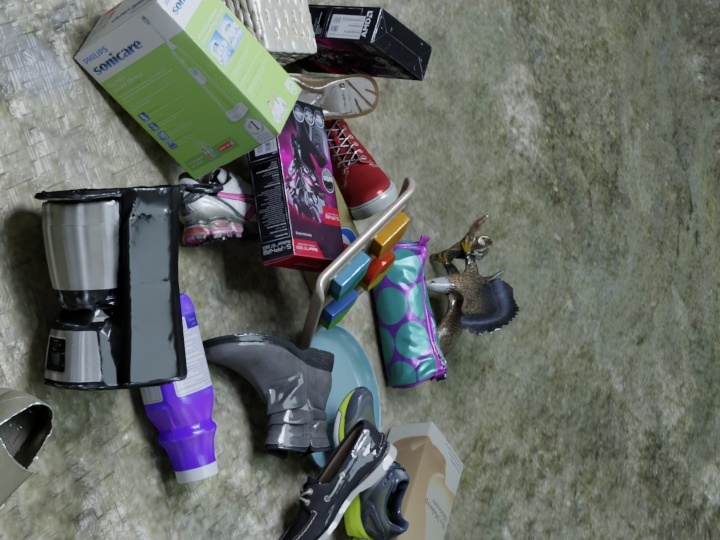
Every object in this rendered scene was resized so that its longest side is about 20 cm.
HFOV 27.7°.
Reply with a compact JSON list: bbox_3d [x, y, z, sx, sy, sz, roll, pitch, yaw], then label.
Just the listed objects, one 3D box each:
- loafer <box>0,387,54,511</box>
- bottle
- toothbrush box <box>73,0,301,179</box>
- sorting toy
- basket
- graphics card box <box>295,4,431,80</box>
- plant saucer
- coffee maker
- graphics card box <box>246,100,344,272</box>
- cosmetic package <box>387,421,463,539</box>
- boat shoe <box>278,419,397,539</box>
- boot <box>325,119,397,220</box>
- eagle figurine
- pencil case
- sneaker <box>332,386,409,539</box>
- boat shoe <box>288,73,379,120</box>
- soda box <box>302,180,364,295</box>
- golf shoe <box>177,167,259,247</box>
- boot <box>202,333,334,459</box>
[{"bbox_3d":[-0.344,0.183,1.330,0.076,0.068,0.200,54,39,-33],"label":"loafer"},{"bbox_3d":[-0.199,0.129,1.583,0.083,0.065,0.201,-19,96,-62],"label":"bottle"},{"bbox_3d":[-0.189,-0.217,1.608,0.200,0.145,0.086,45,43,-25],"label":"toothbrush box"},{"bbox_3d":[0.000,0.000,1.764,0.036,0.185,0.200,36,64,9],"label":"sorting toy"},{"bbox_3d":[-0.148,-0.338,1.767,0.135,0.123,0.201,-13,90,-59],"label":"basket"},{"bbox_3d":[-0.023,-0.294,1.868,0.125,0.199,0.051,29,74,-52],"label":"graphics card box"},{"bbox_3d":[-0.038,0.168,1.867,0.200,0.027,0.201,24,60,-53],"label":"plant saucer"},{"bbox_3d":[-0.226,0.015,1.466,0.135,0.191,0.201,-156,-117,-78],"label":"coffee maker"},{"bbox_3d":[-0.079,-0.103,1.731,0.125,0.051,0.201,9,69,-60],"label":"graphics card box"},{"bbox_3d":[0.067,0.312,1.943,0.105,0.071,0.200,54,39,-35],"label":"cosmetic package"},{"bbox_3d":[-0.040,0.265,1.743,0.200,0.074,0.060,-46,107,-13],"label":"boat shoe"},{"bbox_3d":[-0.021,-0.151,1.895,0.145,0.072,0.200,63,-4,-21],"label":"boot"},{"bbox_3d":[0.148,0.045,2.110,0.152,0.150,0.201,83,1,-58],"label":"eagle figurine"},{"bbox_3d":[0.067,0.059,2.010,0.085,0.092,0.201,-4,83,-58],"label":"pencil case"},{"bbox_3d":[0.021,0.244,1.831,0.074,0.081,0.201,-9,91,-58],"label":"sneaker"},{"bbox_3d":[-0.076,-0.214,1.853,0.199,0.063,0.074,-4,99,-23],"label":"boat shoe"},{"bbox_3d":[-0.054,-0.056,1.863,0.064,0.068,0.201,-38,114,-35],"label":"soda box"},{"bbox_3d":[-0.142,-0.080,1.739,0.200,0.072,0.092,-6,83,-58],"label":"golf shoe"},{"bbox_3d":[-0.103,0.149,1.711,0.200,0.070,0.132,15,70,-40],"label":"boot"}]
